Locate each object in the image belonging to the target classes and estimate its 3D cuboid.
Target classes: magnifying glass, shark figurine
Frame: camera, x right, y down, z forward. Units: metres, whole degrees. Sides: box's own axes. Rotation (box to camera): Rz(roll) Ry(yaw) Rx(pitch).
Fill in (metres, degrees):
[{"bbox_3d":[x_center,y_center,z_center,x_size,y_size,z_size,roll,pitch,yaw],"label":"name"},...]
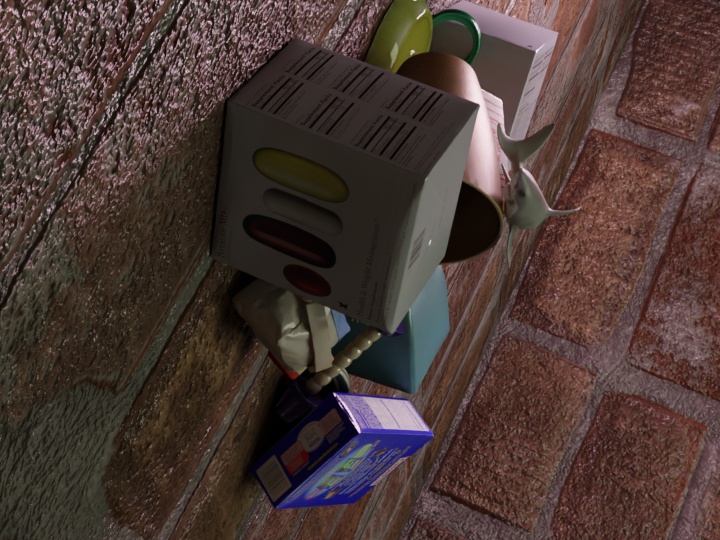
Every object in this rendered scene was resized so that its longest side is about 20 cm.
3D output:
[{"bbox_3d":[0.095,-0.255,1.753,0.022,0.079,0.200,-76,-169,-58],"label":"magnifying glass"},{"bbox_3d":[0.200,-0.085,1.477,0.215,0.089,0.129,-76,163,-67],"label":"shark figurine"}]

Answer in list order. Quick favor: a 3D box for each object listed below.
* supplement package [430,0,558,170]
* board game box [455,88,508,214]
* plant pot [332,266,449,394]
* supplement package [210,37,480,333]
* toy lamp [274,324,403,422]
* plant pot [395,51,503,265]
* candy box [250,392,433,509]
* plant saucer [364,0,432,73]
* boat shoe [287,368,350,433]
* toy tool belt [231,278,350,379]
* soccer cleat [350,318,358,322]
[{"bbox_3d":[0.163,-0.248,1.834,0.151,0.151,0.201,-44,153,-62],"label":"supplement package"},{"bbox_3d":[0.089,-0.110,1.603,0.046,0.200,0.152,22,56,-39],"label":"board game box"},{"bbox_3d":[0.038,0.041,1.850,0.200,0.141,0.142,87,26,-45],"label":"plant pot"},{"bbox_3d":[-0.017,-0.083,1.266,0.147,0.199,0.192,-53,159,-48],"label":"supplement package"},{"bbox_3d":[-0.031,0.125,1.717,0.200,0.058,0.058,-41,175,17],"label":"toy lamp"},{"bbox_3d":[0.077,-0.138,1.476,0.187,0.186,0.201,90,9,-58],"label":"plant pot"},{"bbox_3d":[-0.022,0.245,1.790,0.169,0.077,0.200,-43,152,19],"label":"candy box"},{"bbox_3d":[0.046,-0.250,1.630,0.200,0.031,0.201,22,90,-78],"label":"plant saucer"},{"bbox_3d":[-0.061,0.192,1.825,0.200,0.074,0.062,106,8,-46],"label":"boat shoe"},{"bbox_3d":[-0.055,0.046,1.457,0.123,0.125,0.200,-43,162,-10],"label":"toy tool belt"},{"bbox_3d":[0.000,0.000,1.715,0.200,0.067,0.081,68,38,-51],"label":"soccer cleat"}]
